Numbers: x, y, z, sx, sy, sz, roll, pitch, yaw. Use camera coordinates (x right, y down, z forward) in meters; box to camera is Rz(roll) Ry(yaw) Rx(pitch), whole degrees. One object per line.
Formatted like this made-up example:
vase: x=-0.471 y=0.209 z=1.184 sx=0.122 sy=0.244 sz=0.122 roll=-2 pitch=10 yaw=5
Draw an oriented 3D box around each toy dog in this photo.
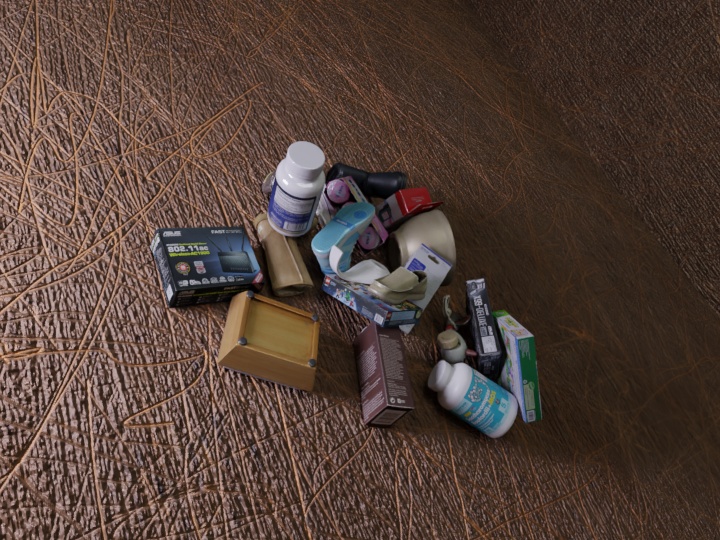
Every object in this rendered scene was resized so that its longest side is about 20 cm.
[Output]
toy dog: x=0.250 y=0.166 z=1.329 sx=0.094 sy=0.133 sz=0.203 roll=0 pitch=47 yaw=18

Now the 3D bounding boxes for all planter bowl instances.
planter bowl: x=0.149 y=-0.050 z=1.405 sx=0.131 sy=0.202 sz=0.203 roll=-9 pitch=56 yaw=-13

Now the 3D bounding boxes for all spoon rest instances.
spoon rest: x=0.000 y=0.000 z=1.250 sx=0.198 sy=0.061 sz=0.099 roll=22 pitch=15 yaw=-44

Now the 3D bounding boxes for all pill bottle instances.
pill bottle: x=0.253 y=0.288 z=1.227 sx=0.198 sy=0.111 sz=0.112 roll=32 pitch=41 yaw=-8
pill bottle: x=-0.139 y=-0.180 z=1.182 sx=0.108 sy=0.201 sz=0.113 roll=10 pitch=51 yaw=-13

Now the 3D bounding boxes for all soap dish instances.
soap dish: x=-0.170 y=0.136 z=1.060 sx=0.196 sy=0.082 sz=0.160 roll=21 pitch=44 yaw=-20

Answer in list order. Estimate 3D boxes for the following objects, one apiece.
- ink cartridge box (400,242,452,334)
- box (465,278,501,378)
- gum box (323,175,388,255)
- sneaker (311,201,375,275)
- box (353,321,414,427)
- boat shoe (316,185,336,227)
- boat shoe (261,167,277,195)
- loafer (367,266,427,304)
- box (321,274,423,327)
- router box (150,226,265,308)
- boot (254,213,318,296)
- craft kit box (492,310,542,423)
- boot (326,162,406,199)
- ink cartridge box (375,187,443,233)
ink cartridge box: x=0.130 y=0.043 z=1.308 sx=0.099 sy=0.202 sz=0.039 roll=35 pitch=-3 yaw=-4
box: x=0.305 y=0.149 z=1.345 sx=0.048 sy=0.159 sz=0.204 roll=-8 pitch=57 yaw=5
gum box: x=-0.011 y=-0.148 z=1.377 sx=0.202 sy=0.065 sz=0.114 roll=56 pitch=14 yaw=-4
sneaker: x=-0.035 y=-0.068 z=1.292 sx=0.079 sy=0.132 sz=0.199 roll=32 pitch=59 yaw=31
box: x=0.046 y=0.218 z=1.140 sx=0.074 sy=0.100 sz=0.203 roll=13 pitch=49 yaw=-28
boat shoe: x=-0.106 y=-0.154 z=1.388 sx=0.068 sy=0.071 sz=0.203 roll=-14 pitch=64 yaw=-12
boat shoe: x=-0.185 y=-0.254 z=1.405 sx=0.201 sy=0.058 sz=0.073 roll=-53 pitch=132 yaw=-47
loafer: x=0.087 y=0.028 z=1.201 sx=0.075 sy=0.070 sz=0.198 roll=26 pitch=16 yaw=32
box: x=0.026 y=0.064 z=1.214 sx=0.198 sy=0.038 sz=0.135 roll=29 pitch=18 yaw=37
router box: x=-0.311 y=-0.012 z=1.097 sx=0.197 sy=0.062 sz=0.152 roll=-5 pitch=57 yaw=-40
boot: x=-0.150 y=-0.041 z=1.250 sx=0.172 sy=0.067 sz=0.203 roll=-9 pitch=59 yaw=-27
craft kit box: x=0.364 y=0.220 z=1.266 sx=0.047 sy=0.205 sz=0.198 roll=-10 pitch=13 yaw=-4
boot: x=0.011 y=-0.248 z=1.477 sx=0.165 sy=0.199 sz=0.078 roll=10 pitch=89 yaw=-32
ink cartridge box: x=0.115 y=-0.166 z=1.448 sx=0.115 sy=0.199 sz=0.069 roll=-14 pitch=79 yaw=-43
